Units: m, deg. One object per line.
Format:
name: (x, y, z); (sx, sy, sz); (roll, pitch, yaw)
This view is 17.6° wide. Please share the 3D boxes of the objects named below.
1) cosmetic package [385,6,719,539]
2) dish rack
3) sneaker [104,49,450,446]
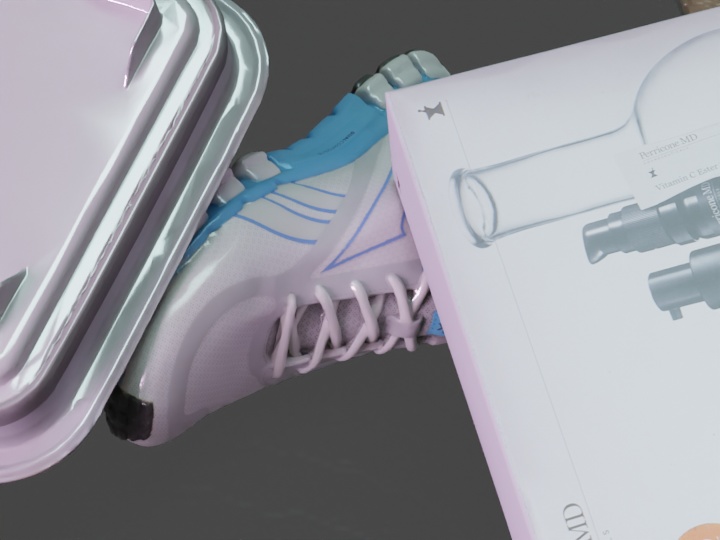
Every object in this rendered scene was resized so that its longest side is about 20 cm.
cosmetic package: (0.105, 0.021, 0.669); (0.150, 0.052, 0.200); (-16, 60, -3)
dish rack: (-0.145, -0.044, 0.687); (0.200, 0.044, 0.172); (19, 68, 16)
sneaker: (0.000, 0.000, 0.739); (0.087, 0.075, 0.200); (33, 47, 18)
